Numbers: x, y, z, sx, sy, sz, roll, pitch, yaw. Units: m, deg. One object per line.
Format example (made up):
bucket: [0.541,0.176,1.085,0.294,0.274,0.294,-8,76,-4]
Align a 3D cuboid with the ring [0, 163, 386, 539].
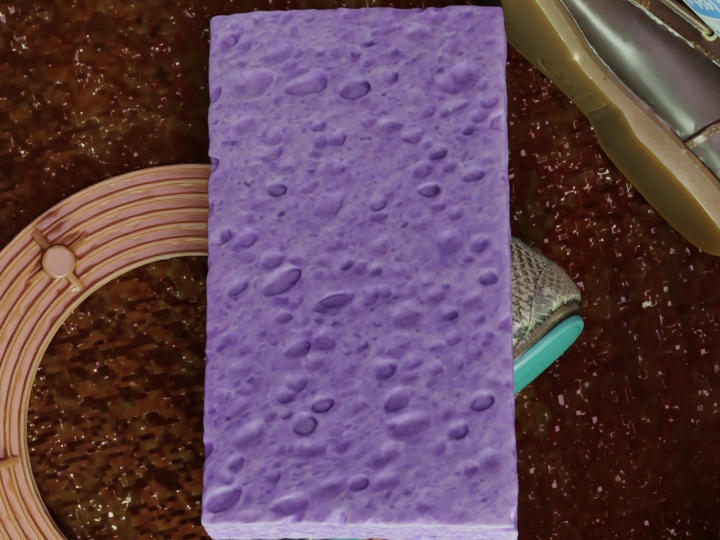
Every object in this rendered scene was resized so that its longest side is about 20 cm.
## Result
ring: [-0.062,0.060,1.073,0.199,0.019,0.202,-1,93,-9]

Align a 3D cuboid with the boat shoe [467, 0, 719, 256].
boat shoe: [0.094,-0.099,1.069,0.070,0.070,0.200,-46,106,-9]

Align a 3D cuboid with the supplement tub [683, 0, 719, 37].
supplement tub: [0.199,-0.108,1.027,0.200,0.132,0.132,41,86,-27]

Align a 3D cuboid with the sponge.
sponge: [0.000,0.000,1.024,0.111,0.030,0.201,-2,70,4]

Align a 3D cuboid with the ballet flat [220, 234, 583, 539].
ballet flat: [-0.004,0.062,1.049,0.075,0.068,0.200,40,79,12]
